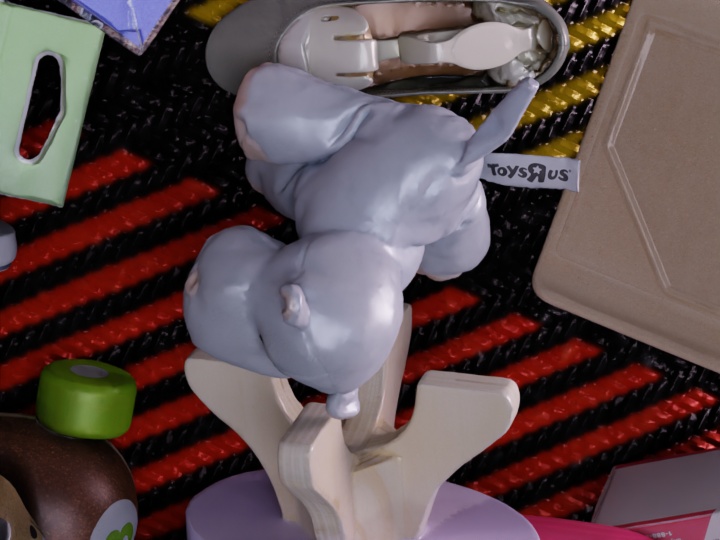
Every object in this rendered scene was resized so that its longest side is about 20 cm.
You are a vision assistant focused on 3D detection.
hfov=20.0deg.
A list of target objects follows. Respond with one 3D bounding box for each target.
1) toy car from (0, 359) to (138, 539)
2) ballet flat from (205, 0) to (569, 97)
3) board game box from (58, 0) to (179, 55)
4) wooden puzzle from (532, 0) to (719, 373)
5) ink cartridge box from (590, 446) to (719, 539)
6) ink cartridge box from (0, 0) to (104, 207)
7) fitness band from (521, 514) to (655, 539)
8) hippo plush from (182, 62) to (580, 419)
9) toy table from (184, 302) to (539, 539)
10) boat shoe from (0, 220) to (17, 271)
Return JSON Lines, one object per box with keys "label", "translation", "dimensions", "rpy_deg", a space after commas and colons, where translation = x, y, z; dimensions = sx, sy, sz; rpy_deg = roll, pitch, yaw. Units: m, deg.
{"label": "toy car", "translation": [-0.191, 0.148, 1.067], "dimensions": [0.157, 0.200, 0.165], "rpy_deg": [8, 103, -12]}
{"label": "ballet flat", "translation": [0.017, -0.124, 1.105], "dimensions": [0.199, 0.064, 0.068], "rpy_deg": [-5, 105, -9]}
{"label": "board game box", "translation": [-0.107, -0.209, 0.988], "dimensions": [0.097, 0.200, 0.160], "rpy_deg": [34, 96, -16]}
{"label": "wooden puzzle", "translation": [0.213, -0.047, 1.149], "dimensions": [0.185, 0.037, 0.201], "rpy_deg": [22, 99, 13]}
{"label": "ink cartridge box", "translation": [0.237, 0.207, 1.196], "dimensions": [0.144, 0.084, 0.200], "rpy_deg": [-13, 110, 24]}
{"label": "ink cartridge box", "translation": [-0.242, -0.109, 1.063], "dimensions": [0.199, 0.059, 0.104], "rpy_deg": [13, 102, -14]}
{"label": "fitness band", "translation": [0.119, 0.210, 1.178], "dimensions": [0.199, 0.037, 0.144], "rpy_deg": [4, 115, 26]}
{"label": "hippo plush", "translation": [0.000, 0.000, 1.057], "dimensions": [0.161, 0.200, 0.159], "rpy_deg": [-65, 146, -23]}
{"label": "toy table", "translation": [-0.001, 0.105, 1.113], "dimensions": [0.199, 0.184, 0.117], "rpy_deg": [1, 114, 6]}
{"label": "boat shoe", "translation": [-0.285, 0.008, 1.079], "dimensions": [0.201, 0.075, 0.086], "rpy_deg": [2, 104, -8]}
